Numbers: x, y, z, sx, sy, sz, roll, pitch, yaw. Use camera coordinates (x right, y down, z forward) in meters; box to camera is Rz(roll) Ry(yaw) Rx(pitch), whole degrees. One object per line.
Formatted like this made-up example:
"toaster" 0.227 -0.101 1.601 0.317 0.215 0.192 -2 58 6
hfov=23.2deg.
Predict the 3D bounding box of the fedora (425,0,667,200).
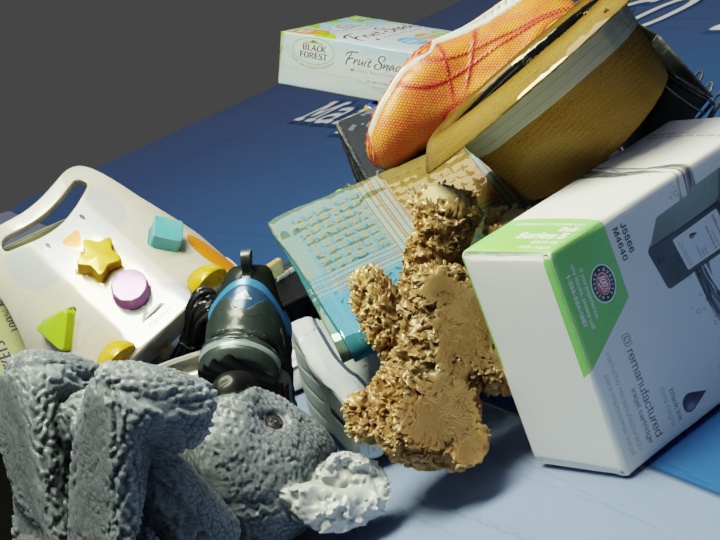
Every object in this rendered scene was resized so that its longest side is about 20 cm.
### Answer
"fedora" 0.133 -0.110 1.132 0.200 0.082 0.201 -41 5 5

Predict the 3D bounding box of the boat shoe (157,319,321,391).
"boat shoe" -0.102 0.074 1.399 0.199 0.066 0.072 -22 15 -1

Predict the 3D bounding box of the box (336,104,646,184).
"box" 0.112 -0.052 1.301 0.196 0.118 0.200 -23 42 -3

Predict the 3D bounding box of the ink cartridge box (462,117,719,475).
"ink cartridge box" 0.177 0.010 1.074 0.200 0.146 0.084 -32 18 -31

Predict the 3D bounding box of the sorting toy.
"sorting toy" -0.221 0.003 1.479 0.200 0.180 0.107 -43 -15 -18

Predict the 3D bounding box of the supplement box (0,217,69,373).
"supplement box" -0.288 0.036 1.602 0.200 0.135 0.200 -27 6 -18

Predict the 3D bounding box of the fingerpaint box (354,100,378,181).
"fingerpaint box" 0.106 -0.116 1.580 0.166 0.074 0.200 13 18 16

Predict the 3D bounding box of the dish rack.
"dish rack" 0.268 -0.090 1.229 0.055 0.200 0.154 -57 16 18

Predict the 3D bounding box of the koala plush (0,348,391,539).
"koala plush" -0.098 0.133 1.077 0.199 0.185 0.177 -6 5 -36

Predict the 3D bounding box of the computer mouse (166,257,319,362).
"computer mouse" -0.078 0.014 1.472 0.200 0.046 0.141 -25 -20 -28

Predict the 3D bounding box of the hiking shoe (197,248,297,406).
"hiking shoe" -0.070 0.067 1.203 0.074 0.087 0.200 9 -25 -1

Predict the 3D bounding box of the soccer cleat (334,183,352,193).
"soccer cleat" 0.000 0.000 1.429 0.067 0.081 0.200 -34 29 14

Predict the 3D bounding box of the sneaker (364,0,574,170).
"sneaker" 0.088 -0.135 1.259 0.200 0.073 0.077 -38 56 -14

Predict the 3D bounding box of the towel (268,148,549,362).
"towel" 0.051 -0.024 1.198 0.199 0.022 0.147 -24 46 -7

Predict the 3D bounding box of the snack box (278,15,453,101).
"snack box" 0.048 -0.182 1.557 0.199 0.053 0.142 13 17 26

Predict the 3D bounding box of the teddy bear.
"teddy bear" 0.057 0.036 1.109 0.144 0.201 0.067 5 -22 -13

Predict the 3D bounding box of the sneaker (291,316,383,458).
"sneaker" 0.001 0.080 1.253 0.071 0.073 0.200 -16 22 -13
